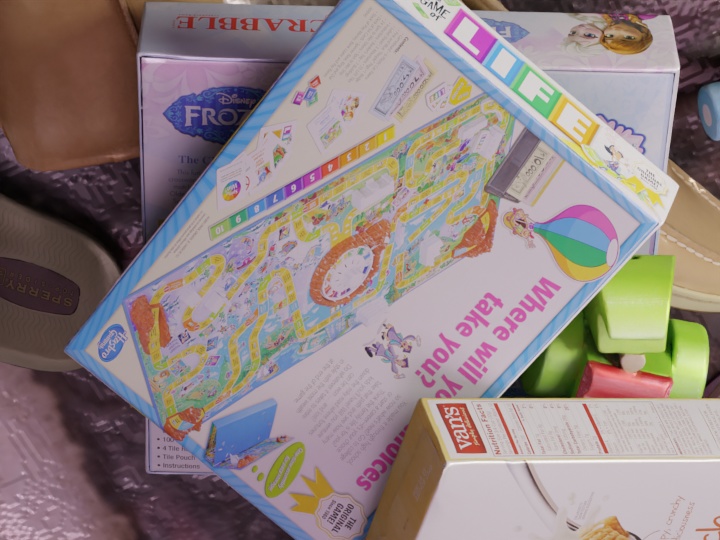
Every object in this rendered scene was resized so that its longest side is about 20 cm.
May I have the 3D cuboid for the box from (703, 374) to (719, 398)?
[{"bbox_3d":[0.233,0.011,1.161,0.041,0.039,0.200,33,114,-28],"label":"box"}]

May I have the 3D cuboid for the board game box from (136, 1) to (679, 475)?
[{"bbox_3d":[0.015,-0.007,1.042,0.198,0.041,0.201,2,126,-2],"label":"board game box"}]

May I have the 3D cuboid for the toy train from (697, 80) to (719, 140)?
[{"bbox_3d":[0.236,-0.091,1.045,0.199,0.150,0.056,-14,108,-7],"label":"toy train"}]

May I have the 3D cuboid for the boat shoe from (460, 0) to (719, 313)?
[{"bbox_3d":[0.091,-0.050,1.080,0.199,0.071,0.065,29,118,-23],"label":"boat shoe"}]

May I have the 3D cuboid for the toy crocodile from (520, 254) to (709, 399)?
[{"bbox_3d":[0.085,0.072,1.036,0.067,0.062,0.201,12,126,-9],"label":"toy crocodile"}]

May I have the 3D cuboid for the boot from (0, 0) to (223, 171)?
[{"bbox_3d":[-0.072,-0.144,1.004,0.174,0.066,0.201,-10,127,6],"label":"boot"}]

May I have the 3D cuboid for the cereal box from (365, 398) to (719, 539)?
[{"bbox_3d":[0.096,0.110,1.010,0.199,0.040,0.144,0,131,-22],"label":"cereal box"}]

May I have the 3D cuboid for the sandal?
[{"bbox_3d":[-0.169,-0.007,1.051,0.200,0.057,0.080,12,90,-36],"label":"sandal"}]

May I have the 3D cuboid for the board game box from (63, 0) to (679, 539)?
[{"bbox_3d":[0.000,0.000,0.975,0.134,0.034,0.200,40,120,-3],"label":"board game box"}]
